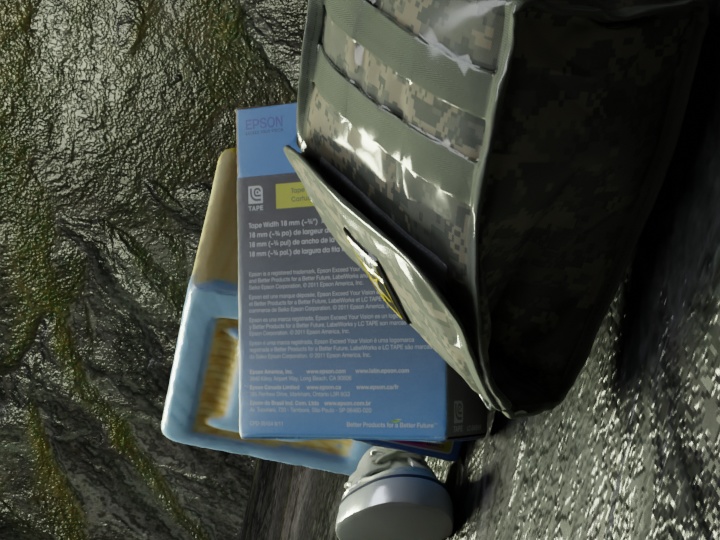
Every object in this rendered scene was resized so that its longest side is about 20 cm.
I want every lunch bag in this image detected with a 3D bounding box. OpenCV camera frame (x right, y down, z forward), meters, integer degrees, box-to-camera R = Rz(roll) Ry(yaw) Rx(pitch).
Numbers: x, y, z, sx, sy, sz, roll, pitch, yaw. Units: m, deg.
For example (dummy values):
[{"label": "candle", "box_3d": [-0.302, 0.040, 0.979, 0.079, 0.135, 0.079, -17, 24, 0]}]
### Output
[{"label": "lunch bag", "box_3d": [0.045, -0.051, 0.646, 0.164, 0.117, 0.201, 45, 134, 49]}]

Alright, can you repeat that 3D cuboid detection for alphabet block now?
[{"label": "alphabet block", "box_3d": [-0.059, 0.036, 1.281, 0.200, 0.196, 0.196, -85, 10, -50]}]

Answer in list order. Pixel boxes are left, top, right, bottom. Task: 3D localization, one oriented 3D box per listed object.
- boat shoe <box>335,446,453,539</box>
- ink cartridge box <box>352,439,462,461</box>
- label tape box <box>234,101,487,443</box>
[{"label": "boat shoe", "box_3d": [0.022, 0.146, 0.933, 0.200, 0.072, 0.066, 94, -179, -70]}, {"label": "ink cartridge box", "box_3d": [0.041, 0.011, 0.952, 0.136, 0.076, 0.201, -142, 63, -82]}, {"label": "label tape box", "box_3d": [0.000, 0.000, 0.856, 0.063, 0.144, 0.201, 5, -96, -60]}]
